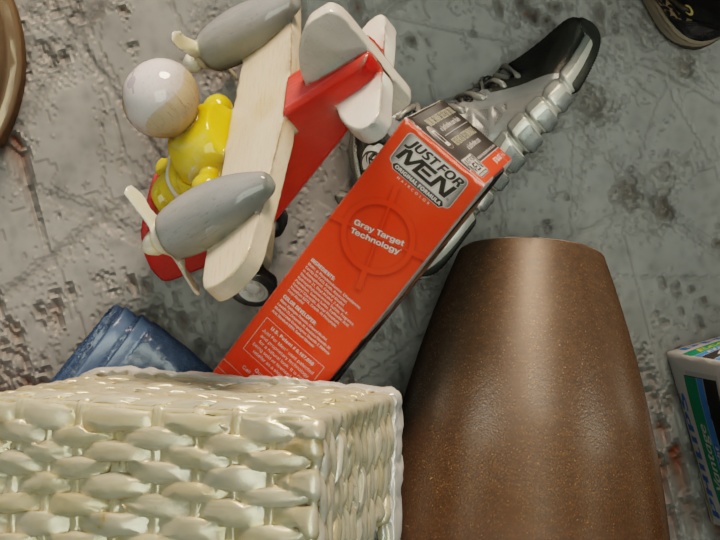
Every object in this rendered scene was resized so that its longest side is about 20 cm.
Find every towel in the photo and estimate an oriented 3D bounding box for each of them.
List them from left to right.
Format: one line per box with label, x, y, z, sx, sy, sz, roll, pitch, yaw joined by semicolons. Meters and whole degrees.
towel;-0.108;0.121;0.862;0.199;0.049;0.112;40;86;-6

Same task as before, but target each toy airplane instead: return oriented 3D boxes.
toy airplane;-0.067;-0.083;0.789;0.140;0.200;0.201;27;86;-19

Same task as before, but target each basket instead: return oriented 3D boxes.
basket;-0.091;0.154;0.711;0.197;0.161;0.201;2;87;15

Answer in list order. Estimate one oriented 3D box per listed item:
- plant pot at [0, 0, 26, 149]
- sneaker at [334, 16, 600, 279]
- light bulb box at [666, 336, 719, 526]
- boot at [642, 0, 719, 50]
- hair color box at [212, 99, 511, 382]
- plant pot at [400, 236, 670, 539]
plant pot;-0.302;-0.131;0.810;0.198;0.093;0.204;0;91;-7
sneaker;0.057;-0.104;0.870;0.115;0.075;0.201;38;87;-4
light bulb box;0.322;0.086;0.844;0.196;0.200;0.127;-16;91;-7
boot;0.189;-0.232;0.846;0.073;0.151;0.201;-32;96;-4
hair color box;0.000;0.000;0.811;0.061;0.101;0.201;39;110;4
plant pot;0.099;0.088;0.838;0.184;0.187;0.203;5;77;-8
